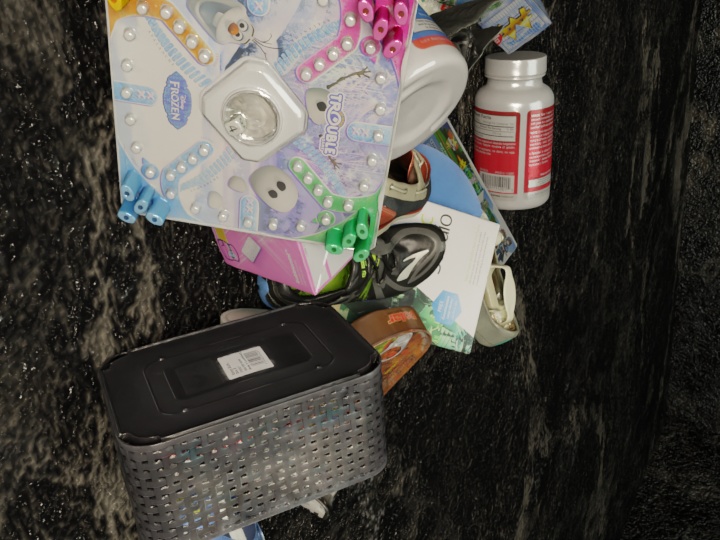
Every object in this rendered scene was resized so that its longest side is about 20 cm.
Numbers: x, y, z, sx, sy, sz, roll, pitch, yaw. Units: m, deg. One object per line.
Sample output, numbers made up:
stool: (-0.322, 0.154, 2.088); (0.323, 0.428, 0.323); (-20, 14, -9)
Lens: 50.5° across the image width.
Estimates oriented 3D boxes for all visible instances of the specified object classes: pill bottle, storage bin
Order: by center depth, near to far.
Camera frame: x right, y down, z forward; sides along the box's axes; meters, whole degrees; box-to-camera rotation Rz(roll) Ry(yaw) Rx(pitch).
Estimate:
storage bin: (-0.089, 0.110, 0.592); (0.196, 0.135, 0.096); (-16, 116, -22)
pill bottle: (-0.013, -0.195, 0.609); (0.111, 0.202, 0.113); (-31, 162, -12)
pill bottle: (0.214, -0.197, 1.070); (0.112, 0.110, 0.204); (-32, 127, -49)

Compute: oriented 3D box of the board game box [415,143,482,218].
board game box: (0.039, -0.041, 0.850); (0.156, 0.039, 0.203); (27, 83, -14)

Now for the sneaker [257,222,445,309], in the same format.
sneaker: (0.000, 0.000, 0.736); (0.196, 0.082, 0.072); (-13, 93, -20)

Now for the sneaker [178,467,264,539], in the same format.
sneaker: (-0.121, 0.263, 0.717); (0.083, 0.073, 0.202); (-57, 144, -34)

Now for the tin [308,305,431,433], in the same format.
tin: (-0.007, 0.105, 0.774); (0.111, 0.042, 0.201); (-10, 149, -43)

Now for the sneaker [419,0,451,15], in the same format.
sneaker: (0.066, -0.296, 0.812); (0.071, 0.092, 0.201); (-58, 144, -29)

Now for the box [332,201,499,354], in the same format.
box: (0.042, -0.006, 0.810); (0.196, 0.036, 0.148); (15, 86, -15)

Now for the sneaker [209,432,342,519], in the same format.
sneaker: (-0.071, 0.167, 0.724); (0.076, 0.113, 0.202); (-60, 144, -26)

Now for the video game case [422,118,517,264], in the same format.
video game case: (0.108, -0.066, 0.945); (0.182, 0.022, 0.202); (-44, 108, -42)

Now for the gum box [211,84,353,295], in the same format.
gum box: (-0.082, -0.089, 0.616); (0.066, 0.112, 0.203); (-44, 136, -34)

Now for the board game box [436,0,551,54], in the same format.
board game box: (0.118, -0.334, 0.804); (0.203, 0.061, 0.199); (62, 31, 3)

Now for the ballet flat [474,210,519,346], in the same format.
ballet flat: (0.148, -0.014, 0.906); (0.067, 0.063, 0.205); (-6, 81, -43)

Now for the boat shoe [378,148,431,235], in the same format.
boat shoe: (0.032, -0.089, 0.733); (0.063, 0.071, 0.200); (-62, 170, 28)

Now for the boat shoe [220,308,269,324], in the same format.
boat shoe: (-0.069, 0.073, 0.738); (0.199, 0.071, 0.063); (12, 90, -65)

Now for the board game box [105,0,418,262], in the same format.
board game box: (-0.073, -0.103, 0.514); (0.026, 0.195, 0.203); (-81, -179, -52)

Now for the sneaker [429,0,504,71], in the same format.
sneaker: (0.050, -0.188, 0.696); (0.201, 0.102, 0.061); (-53, 140, -35)
